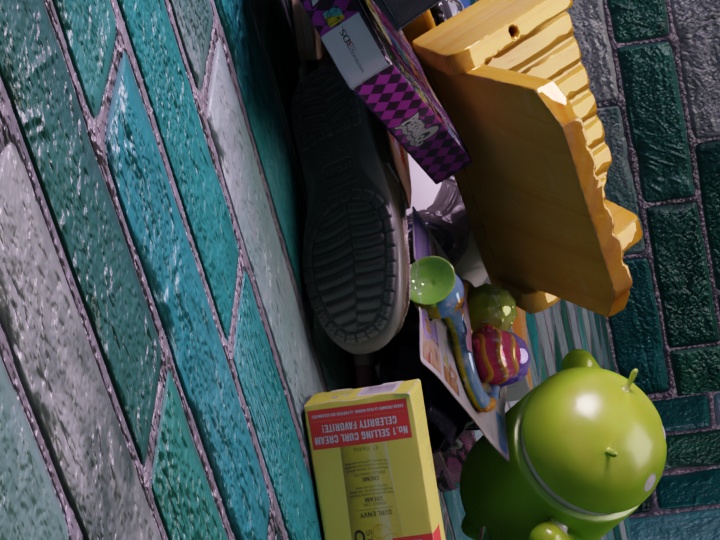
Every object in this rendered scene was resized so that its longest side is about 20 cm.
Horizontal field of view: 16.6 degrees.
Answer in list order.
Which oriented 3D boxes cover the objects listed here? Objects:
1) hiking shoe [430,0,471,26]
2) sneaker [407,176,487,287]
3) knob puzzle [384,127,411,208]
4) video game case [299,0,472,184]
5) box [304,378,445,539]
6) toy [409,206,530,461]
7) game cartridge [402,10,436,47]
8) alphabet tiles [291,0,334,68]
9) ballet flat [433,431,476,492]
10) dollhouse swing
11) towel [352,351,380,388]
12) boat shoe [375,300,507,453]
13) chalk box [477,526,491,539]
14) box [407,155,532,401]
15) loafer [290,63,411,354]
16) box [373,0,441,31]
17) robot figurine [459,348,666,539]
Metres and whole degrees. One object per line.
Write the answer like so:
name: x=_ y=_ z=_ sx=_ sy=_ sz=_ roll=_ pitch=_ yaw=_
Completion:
hiking shoe: x=0.089 y=-0.165 z=1.932 sx=0.087 sy=0.074 sz=0.200 roll=-19 pitch=76 yaw=-43
sneaker: x=0.075 y=-0.024 z=1.823 sx=0.200 sy=0.075 sz=0.087 roll=-38 pitch=149 yaw=-35
knob puzzle: x=0.006 y=-0.137 z=1.824 sx=0.220 sy=0.030 sz=0.220 roll=-12 pitch=90 yaw=-85
video game case: x=-0.004 y=-0.163 z=1.612 sx=0.181 sy=0.036 sz=0.200 roll=61 pitch=7 yaw=22
box: x=0.017 y=0.174 z=1.581 sx=0.050 sy=0.075 sz=0.200 roll=-39 pitch=121 yaw=-79
toy: x=0.085 y=0.044 z=1.703 sx=0.200 sy=0.047 sz=0.115 roll=45 pitch=37 yaw=-57
game cartridge: x=0.016 y=-0.238 z=1.794 sx=0.200 sy=0.032 sz=0.176 roll=61 pitch=6 yaw=-51
alphabet tiles: x=-0.030 y=-0.208 z=1.804 sx=0.200 sy=0.015 sz=0.196 roll=-48 pitch=132 yaw=-78
ballet flat: x=0.088 y=0.097 z=2.080 sx=0.069 sy=0.071 sz=0.200 roll=69 pitch=15 yaw=-50
dollhouse swing: x=0.154 y=-0.087 z=1.700 sx=0.182 sy=0.176 sz=0.200 roll=-34 pitch=115 yaw=-34
towel: x=0.000 y=0.000 z=1.787 sx=0.144 sy=0.023 sz=0.200 roll=-24 pitch=105 yaw=-80
boat shoe: x=0.054 y=0.098 z=1.775 sx=0.200 sy=0.075 sz=0.093 roll=48 pitch=40 yaw=-57
chalk box: x=0.087 y=0.287 z=1.761 sx=0.125 sy=0.124 sz=0.200 roll=62 pitch=21 yaw=-62
box: x=0.072 y=0.006 z=1.978 sx=0.200 sy=0.097 sz=0.124 roll=69 pitch=15 yaw=-51
loafer: x=0.004 y=-0.039 z=1.643 sx=0.070 sy=0.075 sz=0.200 roll=25 pitch=55 yaw=-58
box: x=0.027 y=-0.252 z=1.546 sx=0.106 sy=0.122 sz=0.200 roll=51 pitch=8 yaw=-26
robot figurine: x=0.149 y=0.146 z=1.821 sx=0.200 sy=0.116 sz=0.176 roll=-50 pitch=-160 yaw=52
